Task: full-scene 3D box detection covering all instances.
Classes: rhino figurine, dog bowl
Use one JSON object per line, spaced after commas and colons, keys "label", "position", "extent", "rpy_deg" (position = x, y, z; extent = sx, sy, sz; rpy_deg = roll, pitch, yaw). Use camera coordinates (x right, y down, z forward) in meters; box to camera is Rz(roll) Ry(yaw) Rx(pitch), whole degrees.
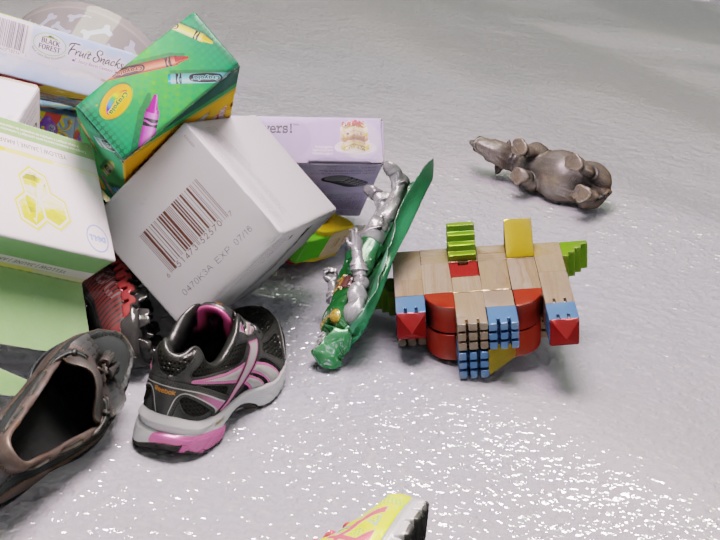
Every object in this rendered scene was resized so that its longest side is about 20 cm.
{"label": "rhino figurine", "position": [0.206, -0.120, 1.637], "extent": [0.199, 0.061, 0.087], "rpy_deg": [23, 7, 35]}
{"label": "dog bowl", "position": [-0.286, -0.170, 1.431], "extent": [0.197, 0.202, 0.059], "rpy_deg": [11, 40, 9]}

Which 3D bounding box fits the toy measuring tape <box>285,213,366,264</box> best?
{"label": "toy measuring tape", "position": [-0.042, -0.049, 1.367], "extent": [0.073, 0.075, 0.199], "rpy_deg": [18, 17, 24]}

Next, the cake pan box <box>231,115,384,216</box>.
{"label": "cake pan box", "position": [-0.084, -0.098, 1.363], "extent": [0.197, 0.053, 0.184], "rpy_deg": [0, -15, -6]}

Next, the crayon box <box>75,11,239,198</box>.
{"label": "crayon box", "position": [-0.165, -0.121, 1.141], "extent": [0.058, 0.119, 0.200], "rpy_deg": [48, -13, 2]}

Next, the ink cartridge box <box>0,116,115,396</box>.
{"label": "ink cartridge box", "position": [-0.241, -0.010, 1.009], "extent": [0.145, 0.048, 0.202], "rpy_deg": [16, 51, -53]}

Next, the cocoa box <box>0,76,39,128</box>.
{"label": "cocoa box", "position": [-0.346, -0.055, 1.106], "extent": [0.129, 0.134, 0.201], "rpy_deg": [13, 42, 0]}

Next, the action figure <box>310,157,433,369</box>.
{"label": "action figure", "position": [0.000, 0.000, 1.193], "extent": [0.054, 0.118, 0.202], "rpy_deg": [26, 53, -9]}

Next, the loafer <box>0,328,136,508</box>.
{"label": "loafer", "position": [-0.197, 0.093, 0.939], "extent": [0.063, 0.072, 0.200], "rpy_deg": [-30, 10, 31]}

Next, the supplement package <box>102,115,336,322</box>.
{"label": "supplement package", "position": [-0.115, -0.046, 1.166], "extent": [0.117, 0.117, 0.200], "rpy_deg": [47, 14, 2]}

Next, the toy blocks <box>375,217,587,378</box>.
{"label": "toy blocks", "position": [0.104, 0.035, 1.193], "extent": [0.197, 0.101, 0.137], "rpy_deg": [-4, 30, 1]}

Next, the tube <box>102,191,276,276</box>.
{"label": "tube", "position": [-0.171, -0.035, 1.325], "extent": [0.197, 0.052, 0.059], "rpy_deg": [15, 64, -6]}

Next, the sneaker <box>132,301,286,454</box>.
{"label": "sneaker", "position": [-0.102, 0.060, 1.051], "extent": [0.079, 0.087, 0.200], "rpy_deg": [13, 21, 9]}

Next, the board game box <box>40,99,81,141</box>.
{"label": "board game box", "position": [-0.355, -0.118, 1.366], "extent": [0.197, 0.105, 0.105], "rpy_deg": [11, 10, 10]}

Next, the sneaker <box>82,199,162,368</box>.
{"label": "sneaker", "position": [-0.223, 0.019, 1.142], "extent": [0.097, 0.071, 0.201], "rpy_deg": [-18, 40, -13]}

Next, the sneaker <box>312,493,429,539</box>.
{"label": "sneaker", "position": [-0.022, 0.179, 0.796], "extent": [0.089, 0.079, 0.200], "rpy_deg": [13, 23, 20]}

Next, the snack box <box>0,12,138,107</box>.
{"label": "snack box", "position": [-0.280, -0.182, 1.235], "extent": [0.199, 0.054, 0.141], "rpy_deg": [12, 1, -44]}
